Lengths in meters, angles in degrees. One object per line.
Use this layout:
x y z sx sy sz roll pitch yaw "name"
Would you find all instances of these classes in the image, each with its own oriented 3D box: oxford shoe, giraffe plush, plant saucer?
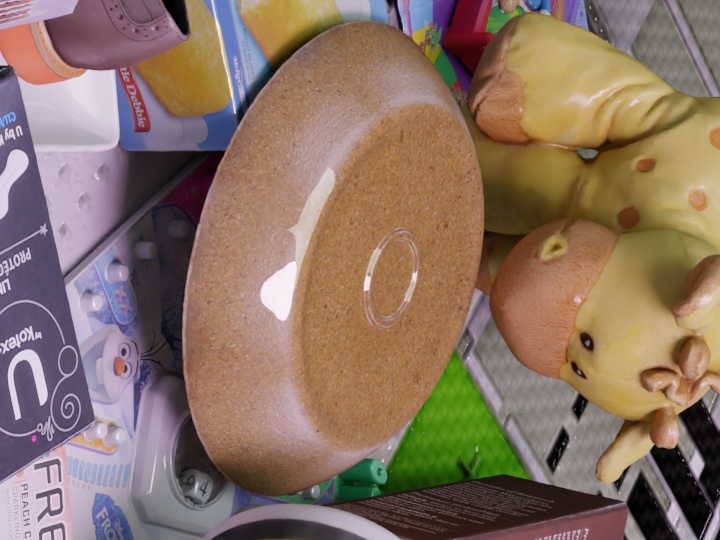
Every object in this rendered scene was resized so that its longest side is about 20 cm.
-0.084 -0.165 0.983 0.071 0.072 0.201 25 62 -64 "oxford shoe"
0.118 0.001 1.219 0.163 0.199 0.173 -70 152 -44 "giraffe plush"
0.000 0.000 1.139 0.200 0.035 0.201 -33 131 -49 "plant saucer"

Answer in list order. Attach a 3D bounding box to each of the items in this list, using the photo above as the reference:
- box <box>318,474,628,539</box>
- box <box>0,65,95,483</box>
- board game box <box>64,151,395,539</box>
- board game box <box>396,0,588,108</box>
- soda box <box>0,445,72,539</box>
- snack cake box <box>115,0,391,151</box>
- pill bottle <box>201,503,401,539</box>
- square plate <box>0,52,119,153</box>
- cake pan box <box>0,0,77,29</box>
0.041 0.150 1.218 0.200 0.075 0.101 1 100 -59 "box"
-0.199 0.016 0.808 0.132 0.199 0.115 -33 117 -48 "box"
-0.065 0.077 1.140 0.200 0.026 0.201 -46 126 -43 "board game box"
0.076 -0.142 1.318 0.158 0.039 0.201 -29 113 -50 "board game box"
-0.146 0.114 0.999 0.068 0.063 0.201 -12 99 -53 "soda box"
-0.058 -0.159 1.112 0.115 0.067 0.201 -32 116 -48 "snack cake box"
-0.037 0.189 1.021 0.200 0.114 0.115 -69 143 -53 "pill bottle"
-0.147 -0.137 0.958 0.198 0.028 0.201 -12 96 -68 "square plate"
-0.196 -0.144 0.810 0.199 0.052 0.185 -16 78 -17 "cake pan box"
